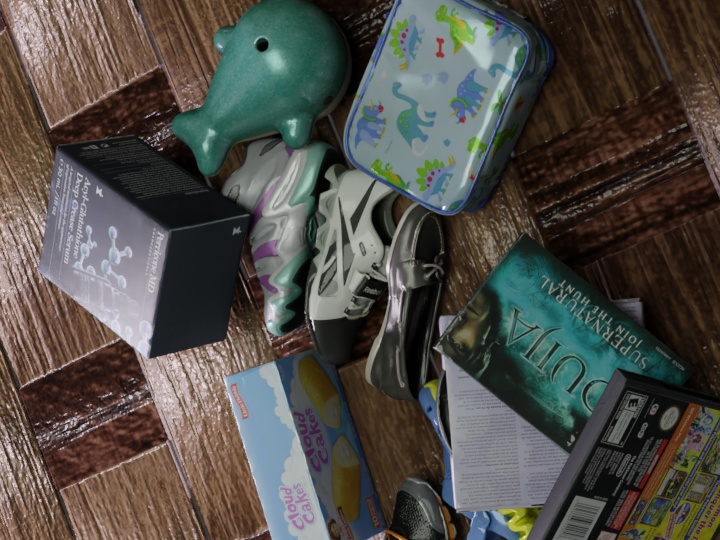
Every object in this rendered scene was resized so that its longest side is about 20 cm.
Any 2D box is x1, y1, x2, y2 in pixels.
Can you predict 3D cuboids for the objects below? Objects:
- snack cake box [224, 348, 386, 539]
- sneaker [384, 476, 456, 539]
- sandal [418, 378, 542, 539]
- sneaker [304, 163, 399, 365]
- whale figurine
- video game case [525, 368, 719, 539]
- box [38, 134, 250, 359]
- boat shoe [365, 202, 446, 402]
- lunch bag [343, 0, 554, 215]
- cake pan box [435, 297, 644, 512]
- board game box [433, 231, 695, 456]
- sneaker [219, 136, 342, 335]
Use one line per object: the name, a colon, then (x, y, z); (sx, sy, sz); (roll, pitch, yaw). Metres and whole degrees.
snack cake box: (-0.055, 0.185, 1.766); (0.067, 0.115, 0.201); (-19, 87, 27)
sneaker: (0.042, 0.303, 1.739); (0.078, 0.077, 0.201); (16, 104, 56)
sandal: (0.109, 0.200, 1.707); (0.087, 0.079, 0.201); (-36, 78, 30)
sneaker: (0.000, 0.000, 1.740); (0.088, 0.074, 0.201); (10, 101, 28)
whale figurine: (-0.105, -0.184, 1.737); (0.200, 0.104, 0.159); (-38, 70, 9)
video game case: (0.260, 0.196, 1.583); (0.201, 0.180, 0.026); (-65, 28, 17)
box: (-0.224, -0.027, 1.796); (0.200, 0.107, 0.149); (33, 122, 36)
boat shoe: (0.057, 0.033, 1.717); (0.057, 0.067, 0.201); (27, 114, 35)
lunch bag: (0.080, -0.167, 1.676); (0.160, 0.082, 0.201); (29, 108, 21)
cake pan box: (0.169, 0.125, 1.632); (0.199, 0.052, 0.185); (-6, 88, 2)
board game box: (0.183, 0.079, 1.593); (0.200, 0.028, 0.135); (38, 90, 1)
sneaker: (-0.101, -0.043, 1.793); (0.139, 0.078, 0.201); (15, 93, 27)
